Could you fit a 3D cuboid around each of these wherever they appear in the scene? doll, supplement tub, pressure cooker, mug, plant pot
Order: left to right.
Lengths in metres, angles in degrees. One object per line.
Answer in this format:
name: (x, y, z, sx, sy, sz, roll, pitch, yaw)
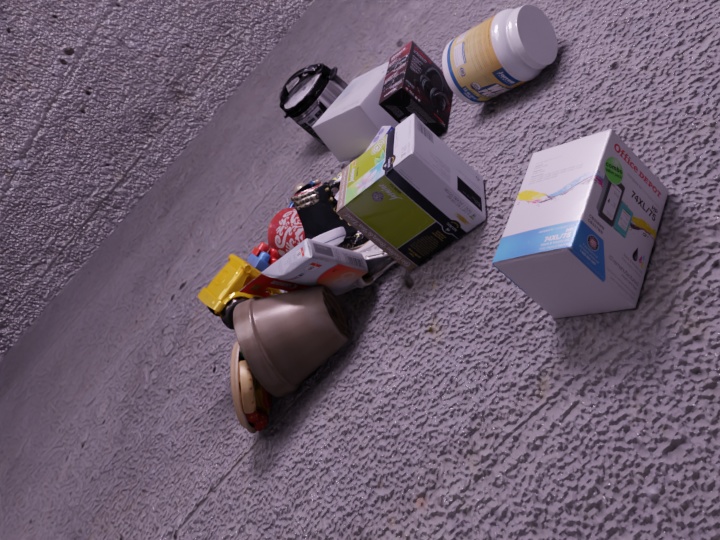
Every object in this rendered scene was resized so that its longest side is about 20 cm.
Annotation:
plant pot: (-0.120, 0.119, 1.630, 0.173, 0.200, 0.200, -25, 33, 12)
doll: (-0.145, -0.175, 2.164, 0.136, 0.048, 0.200, -45, 27, 13)
pressure cooker: (-0.115, -0.460, 2.301, 0.176, 0.200, 0.179, -54, 27, -6)
mug: (-0.094, -0.093, 1.892, 0.200, 0.133, 0.178, 4, 62, 56)
supplement tub: (0.277, -0.431, 1.692, 0.200, 0.145, 0.145, -18, 42, 50)

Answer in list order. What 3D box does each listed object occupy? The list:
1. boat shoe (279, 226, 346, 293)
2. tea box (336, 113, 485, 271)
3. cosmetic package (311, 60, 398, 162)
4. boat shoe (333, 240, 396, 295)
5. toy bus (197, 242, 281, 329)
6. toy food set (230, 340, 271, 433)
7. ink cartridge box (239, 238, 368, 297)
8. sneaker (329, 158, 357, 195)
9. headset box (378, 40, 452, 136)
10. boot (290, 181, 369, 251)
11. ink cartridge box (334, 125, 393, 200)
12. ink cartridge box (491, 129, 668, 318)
boat shoe: (-0.096, -0.019, 1.694, 0.200, 0.066, 0.073, -33, -7, 34)
tea box: (0.093, -0.139, 1.561, 0.196, 0.200, 0.134, -35, 31, 30)
cosmetic package: (0.023, -0.385, 2.033, 0.199, 0.123, 0.200, -12, 36, 53)
boat shoe: (0.000, 0.000, 1.685, 0.200, 0.071, 0.070, -37, 36, 30)
toy bus: (-0.217, 0.047, 1.819, 0.192, 0.200, 0.136, -57, 32, -5)
toy food set: (-0.211, 0.216, 1.658, 0.048, 0.201, 0.199, -7, 46, 5)
ink cartridge box: (-0.110, 0.020, 1.629, 0.200, 0.162, 0.050, -38, 58, 29)
sneaker: (-0.024, -0.205, 1.995, 0.200, 0.075, 0.077, -33, 23, 15)
headset box: (0.129, -0.403, 1.892, 0.077, 0.149, 0.201, -28, 34, 38)
boot: (-0.034, -0.111, 1.728, 0.203, 0.154, 0.073, -19, 10, 10)
ink cartridge box: (0.036, -0.209, 1.862, 0.200, 0.094, 0.044, -56, 26, -9)
ink cartridge box: (0.307, -0.062, 1.179, 0.146, 0.147, 0.201, -13, 46, 53)
